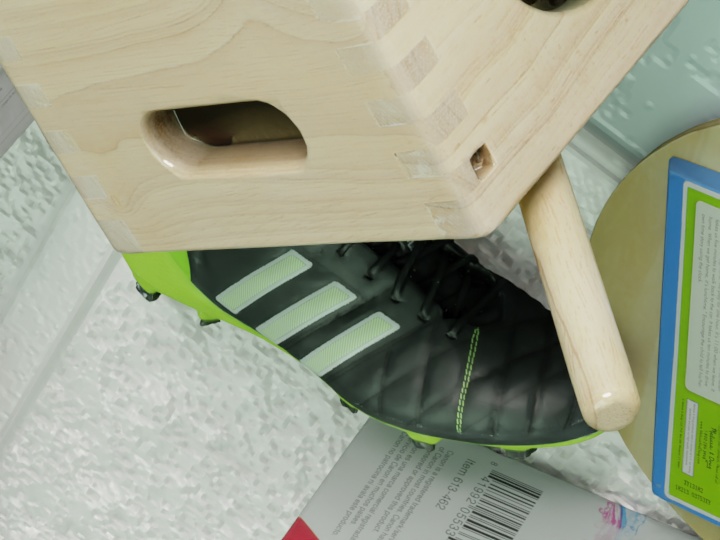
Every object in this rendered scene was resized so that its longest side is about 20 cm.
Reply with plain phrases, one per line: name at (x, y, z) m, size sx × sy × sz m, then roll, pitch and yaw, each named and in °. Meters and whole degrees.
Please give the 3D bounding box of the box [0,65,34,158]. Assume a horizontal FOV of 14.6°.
box at (-0.201, -0.095, 0.973) m, size 0.199 × 0.117 × 0.060 m, roll 14°, pitch 134°, yaw 23°

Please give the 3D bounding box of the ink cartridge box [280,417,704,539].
ink cartridge box at (0.060, 0.153, 0.980) m, size 0.199 × 0.146 × 0.083 m, roll 23°, pitch 133°, yaw 15°

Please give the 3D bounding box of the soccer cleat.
soccer cleat at (0.000, 0.000, 0.956) m, size 0.199 × 0.068 × 0.081 m, roll 23°, pitch 130°, yaw 22°

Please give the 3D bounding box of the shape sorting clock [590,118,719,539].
shape sorting clock at (0.160, 0.036, 0.906) m, size 0.199 × 0.039 × 0.201 m, roll 26°, pitch 135°, yaw 29°

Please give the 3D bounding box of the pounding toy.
pounding toy at (0.016, -0.069, 0.788) m, size 0.199 × 0.184 × 0.143 m, roll -1°, pitch 128°, yaw 46°
